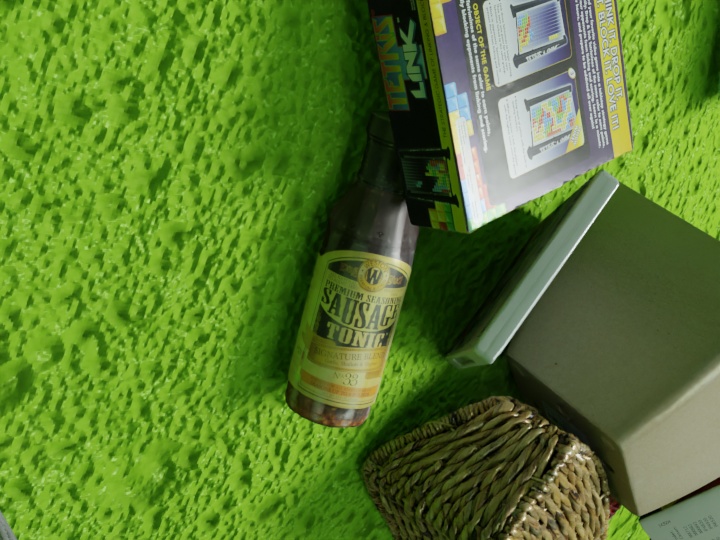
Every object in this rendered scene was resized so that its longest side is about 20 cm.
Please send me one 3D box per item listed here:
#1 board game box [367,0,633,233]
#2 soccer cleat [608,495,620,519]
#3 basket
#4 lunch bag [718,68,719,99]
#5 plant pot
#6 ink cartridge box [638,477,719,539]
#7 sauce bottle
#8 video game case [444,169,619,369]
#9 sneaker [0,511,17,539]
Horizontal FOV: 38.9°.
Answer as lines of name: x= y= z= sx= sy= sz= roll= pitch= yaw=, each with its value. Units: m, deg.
board game box: x=0.085 y=-0.147 z=0.615 sx=0.164 sy=0.056 sz=0.204 roll=-25 pitch=112 yaw=-36
soccer cleat: x=0.258 y=0.226 z=1.082 sx=0.068 sy=0.073 sz=0.203 roll=-25 pitch=131 yaw=-34
basket: x=0.112 y=0.190 z=0.854 sx=0.143 sy=0.148 sz=0.201 roll=-49 pitch=140 yaw=-21
lunch bag: x=0.388 y=-0.205 z=0.869 sx=0.077 sy=0.159 sz=0.203 roll=-28 pitch=127 yaw=-38
plant pot: x=0.241 y=0.084 z=0.879 sx=0.177 sy=0.199 sz=0.201 roll=-41 pitch=139 yaw=-11
ink cartridge box: x=0.337 y=0.207 z=1.001 sx=0.174 sy=0.084 sz=0.200 roll=-34 pitch=-174 yaw=27
sauce bottle: x=0.000 y=0.000 z=0.661 sx=0.065 sy=0.066 sz=0.204 roll=-4 pitch=113 yaw=-45
video game case: x=0.117 y=0.008 z=0.739 sx=0.144 sy=0.018 sz=0.200 roll=-54 pitch=177 yaw=-5
sneaker: x=-0.246 y=0.123 z=0.481 sx=0.112 sy=0.077 sz=0.201 roll=-40 pitch=128 yaw=-14
